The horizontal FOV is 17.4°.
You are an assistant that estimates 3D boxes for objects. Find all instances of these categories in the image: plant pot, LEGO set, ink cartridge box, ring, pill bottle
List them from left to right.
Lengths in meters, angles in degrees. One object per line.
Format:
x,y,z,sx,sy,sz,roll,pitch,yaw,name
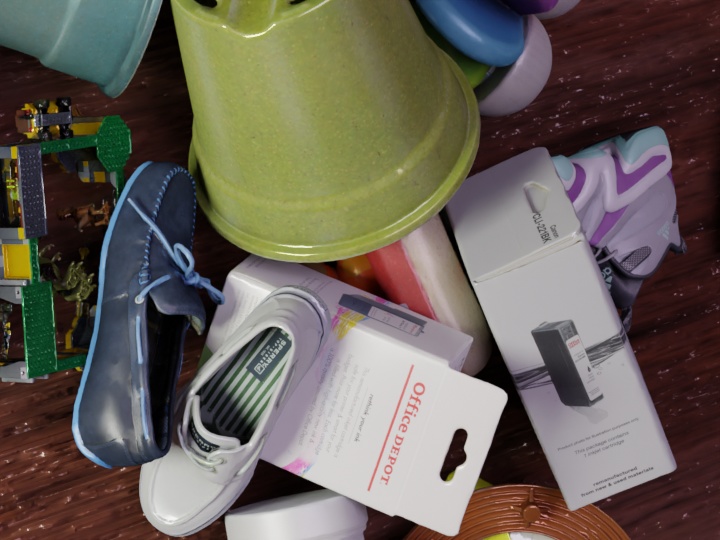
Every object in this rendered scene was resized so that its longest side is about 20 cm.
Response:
-0.227,-0.228,1.475,0.195,0.200,0.201,13,79,-18,plant pot
-0.225,-0.013,1.509,0.154,0.116,0.201,-28,114,-55,LEGO set
-0.037,-0.140,1.490,0.200,0.200,0.184,-48,145,-22,plant pot
-0.026,0.251,1.562,0.116,0.116,0.201,-11,90,-27,pill bottle
-0.004,0.080,1.541,0.199,0.067,0.117,23,109,10,ink cartridge box
0.107,0.246,1.636,0.200,0.019,0.201,-2,102,-7,ring
0.134,0.038,1.608,0.083,0.144,0.200,-22,118,4,ink cartridge box

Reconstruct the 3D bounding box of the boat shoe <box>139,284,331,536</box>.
-0.092,0.094,1.500,0.073,0.067,0.200,33,112,7,boat shoe

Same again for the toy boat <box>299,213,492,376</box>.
0.000,0.000,1.612,0.130,0.131,0.201,-25,97,3,toy boat

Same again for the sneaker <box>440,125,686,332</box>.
0.159,-0.017,1.703,0.199,0.078,0.140,-18,92,-27,sneaker

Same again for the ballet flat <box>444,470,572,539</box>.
0.135,0.214,1.670,0.200,0.067,0.067,56,31,-13,ballet flat

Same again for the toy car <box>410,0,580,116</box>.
0.088,-0.215,1.645,0.175,0.150,0.200,33,72,-21,toy car

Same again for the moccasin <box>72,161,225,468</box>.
-0.124,0.030,1.495,0.080,0.068,0.201,24,71,-56,moccasin
